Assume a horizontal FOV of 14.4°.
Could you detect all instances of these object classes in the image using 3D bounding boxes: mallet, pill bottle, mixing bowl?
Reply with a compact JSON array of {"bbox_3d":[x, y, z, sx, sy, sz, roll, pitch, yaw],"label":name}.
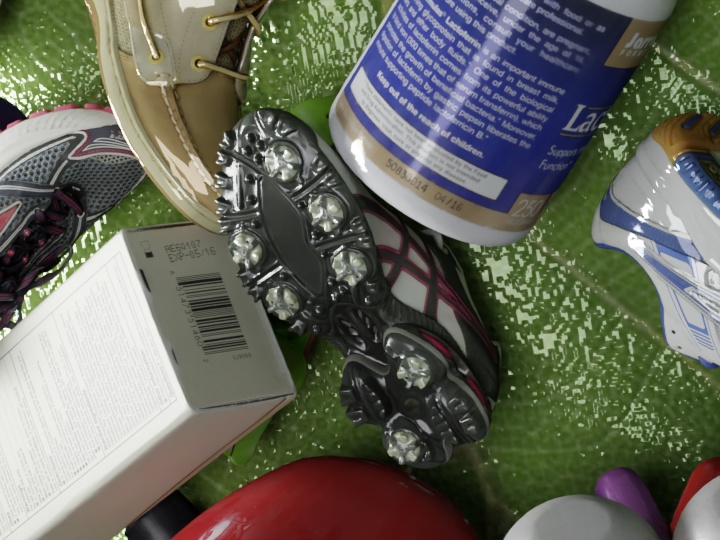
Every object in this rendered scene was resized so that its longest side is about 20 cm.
[{"bbox_3d":[-0.149,0.188,1.554,0.200,0.041,0.066,-33,89,30],"label":"mallet"},{"bbox_3d":[0.078,-0.121,1.336,0.115,0.116,0.201,37,114,11],"label":"pill bottle"},{"bbox_3d":[-0.005,0.164,1.422,0.199,0.109,0.201,24,149,16],"label":"mixing bowl"}]

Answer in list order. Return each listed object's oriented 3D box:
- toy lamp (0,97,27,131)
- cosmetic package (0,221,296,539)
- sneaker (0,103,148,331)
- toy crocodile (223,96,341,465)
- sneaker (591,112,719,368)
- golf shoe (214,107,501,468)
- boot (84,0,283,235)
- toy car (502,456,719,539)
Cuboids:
[{"bbox_3d":[-0.247,-0.017,1.537,0.058,0.058,0.200,49,118,6],"label":"toy lamp"},{"bbox_3d":[-0.129,0.066,1.451,0.200,0.073,0.104,-38,68,44],"label":"cosmetic package"},{"bbox_3d":[-0.184,-0.009,1.471,0.200,0.081,0.075,-36,51,8],"label":"sneaker"},{"bbox_3d":[-0.042,0.005,1.453,0.067,0.061,0.201,38,120,46],"label":"toy crocodile"},{"bbox_3d":[0.193,0.022,1.354,0.200,0.075,0.088,53,128,12],"label":"sneaker"},{"bbox_3d":[0.000,0.000,1.392,0.077,0.088,0.201,-22,110,32],"label":"golf shoe"},{"bbox_3d":[-0.053,-0.134,1.399,0.155,0.073,0.201,-28,67,24],"label":"boot"},{"bbox_3d":[0.148,0.155,1.349,0.199,0.150,0.176,-10,128,4],"label":"toy car"}]
